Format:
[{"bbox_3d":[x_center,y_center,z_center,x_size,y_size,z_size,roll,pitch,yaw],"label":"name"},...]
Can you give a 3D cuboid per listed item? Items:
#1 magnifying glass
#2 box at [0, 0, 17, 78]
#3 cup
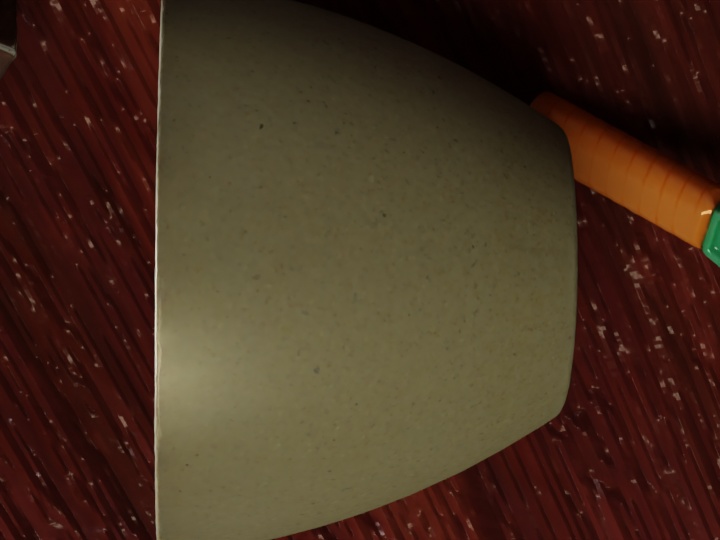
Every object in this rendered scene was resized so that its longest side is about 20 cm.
[{"bbox_3d":[0.143,-0.007,0.999,0.199,0.022,0.080,32,135,21],"label":"magnifying glass"},{"bbox_3d":[-0.216,-0.048,1.036,0.100,0.075,0.200,21,126,-26],"label":"box"},{"bbox_3d":[0.000,0.000,0.990,0.142,0.201,0.201,1,131,-4],"label":"cup"}]
